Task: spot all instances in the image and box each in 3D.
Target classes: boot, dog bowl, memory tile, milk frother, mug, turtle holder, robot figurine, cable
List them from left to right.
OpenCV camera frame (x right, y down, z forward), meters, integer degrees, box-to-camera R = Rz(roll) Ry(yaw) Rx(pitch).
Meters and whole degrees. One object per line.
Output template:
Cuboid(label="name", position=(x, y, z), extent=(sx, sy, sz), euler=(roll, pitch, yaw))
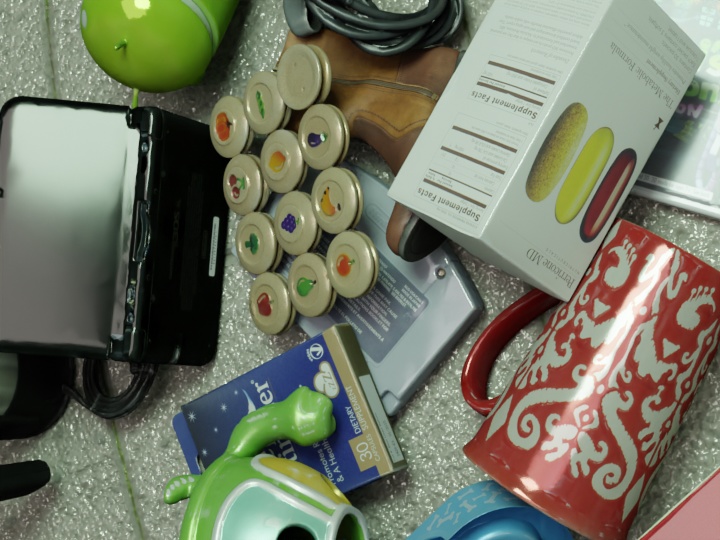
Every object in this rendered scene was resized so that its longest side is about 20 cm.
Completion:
Cuboid(label="milk frother", position=(-0.294, 0.077, 1.119), extent=(0.200, 0.188, 0.181), euler=(-46, 71, 12))
Cuboid(label="robot figurine", position=(-0.158, -0.233, 1.111), extent=(0.114, 0.176, 0.202), euler=(11, 60, 13))
Cuboid(label="turtle holder", position=(-0.059, 0.198, 1.004), extent=(0.130, 0.142, 0.187), euler=(-4, 40, 26))
Cuboid(label="memory tile", position=(-0.056, -0.061, 1.055), extent=(0.152, 0.017, 0.203), euler=(-24, 76, 44))
Cuboid(label="boot", position=(-0.006, -0.108, 1.061), extent=(0.197, 0.069, 0.191), euler=(13, 72, 22))
Cuboid(label="cable", position=(0.001, -0.256, 1.059), extent=(0.199, 0.164, 0.051), euler=(38, 137, -10))
Cuboid(label="dog bowl", position=(0.068, 0.236, 1.002), extent=(0.200, 0.111, 0.050), euler=(-46, 28, 12))
Cuboid(label="mug", position=(0.161, 0.065, 0.966), extent=(0.176, 0.133, 0.202), euler=(31, 93, 19))

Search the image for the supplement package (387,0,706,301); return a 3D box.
Cuboid(label="supplement package", position=(0.130, -0.101, 0.948), extent=(0.109, 0.113, 0.202), euler=(28, 89, 50))

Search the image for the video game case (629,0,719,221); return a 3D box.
Cuboid(label="video game case", position=(0.258, -0.136, 1.001), extent=(0.198, 0.023, 0.184), euler=(18, 92, 23))

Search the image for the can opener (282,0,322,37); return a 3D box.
Cuboid(label="can opener", position=(-0.047, -0.293, 1.116), extent=(0.066, 0.053, 0.203), euler=(-18, 68, 33))

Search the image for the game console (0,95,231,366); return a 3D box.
Cuboid(label="game console", position=(-0.202, -0.029, 1.104), extent=(0.115, 0.175, 0.203), euler=(3, 86, 29))

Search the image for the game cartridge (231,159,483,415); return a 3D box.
Cuboid(label="game cartridge", position=(0.000, 0.000, 1.088), extent=(0.200, 0.041, 0.134), euler=(45, 105, 20))

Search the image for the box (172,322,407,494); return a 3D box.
Cuboid(label="box", position=(-0.069, 0.139, 1.084), extent=(0.199, 0.032, 0.123), euler=(-29, 80, 28))

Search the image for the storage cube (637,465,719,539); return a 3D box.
Cuboid(label="storage cube", position=(0.292, 0.203, 0.873), extent=(0.200, 0.171, 0.180), euler=(-44, 70, 13))
